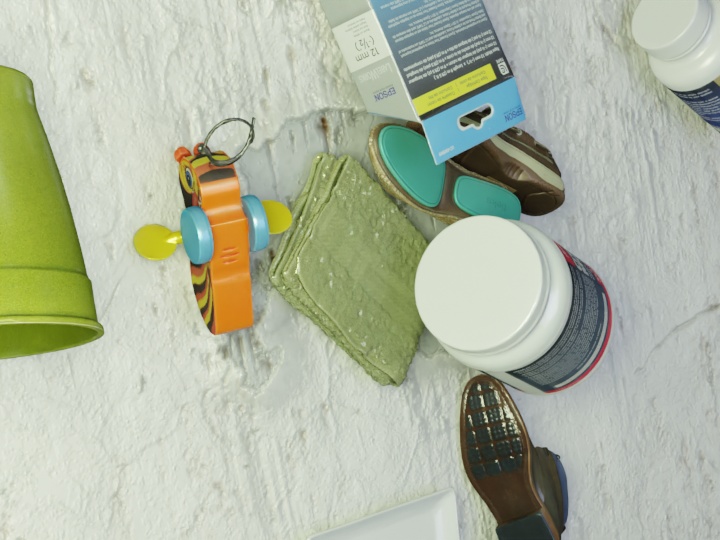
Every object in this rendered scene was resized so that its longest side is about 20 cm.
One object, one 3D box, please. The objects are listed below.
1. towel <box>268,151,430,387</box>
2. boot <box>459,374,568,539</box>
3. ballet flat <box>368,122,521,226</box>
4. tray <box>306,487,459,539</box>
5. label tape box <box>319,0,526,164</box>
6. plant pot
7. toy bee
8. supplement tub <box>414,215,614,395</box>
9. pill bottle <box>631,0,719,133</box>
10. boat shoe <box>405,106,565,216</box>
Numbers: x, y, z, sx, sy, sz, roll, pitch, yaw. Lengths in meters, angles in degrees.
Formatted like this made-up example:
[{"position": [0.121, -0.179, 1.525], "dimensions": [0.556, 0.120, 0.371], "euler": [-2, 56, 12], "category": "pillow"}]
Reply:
[{"position": [0.000, 0.000, 1.794], "dimensions": [0.200, 0.036, 0.149], "euler": [43, 61, -36], "category": "towel"}, {"position": [0.153, 0.192, 1.951], "dimensions": [0.097, 0.074, 0.201], "euler": [-27, 101, -68], "category": "boot"}, {"position": [0.064, -0.077, 1.833], "dimensions": [0.200, 0.065, 0.071], "euler": [30, 65, -37], "category": "ballet flat"}, {"position": [0.020, 0.273, 1.833], "dimensions": [0.199, 0.022, 0.108], "euler": [-12, 101, -45], "category": "tray"}, {"position": [0.055, -0.203, 1.792], "dimensions": [0.143, 0.066, 0.201], "euler": [-28, 99, -42], "category": "label tape box"}, {"position": [-0.290, -0.041, 1.409], "dimensions": [0.200, 0.200, 0.194], "euler": [3, 77, -45], "category": "plant pot"}, {"position": [-0.116, -0.055, 1.639], "dimensions": [0.130, 0.109, 0.201], "euler": [8, 117, -32], "category": "toy bee"}, {"position": [0.144, 0.033, 1.831], "dimensions": [0.200, 0.140, 0.141], "euler": [29, 70, -62], "category": "supplement tub"}, {"position": [0.378, -0.226, 2.113], "dimensions": [0.200, 0.111, 0.112], "euler": [31, 70, -41], "category": "pill bottle"}, {"position": [0.116, -0.123, 1.894], "dimensions": [0.202, 0.074, 0.075], "euler": [31, 46, -40], "category": "boat shoe"}]
